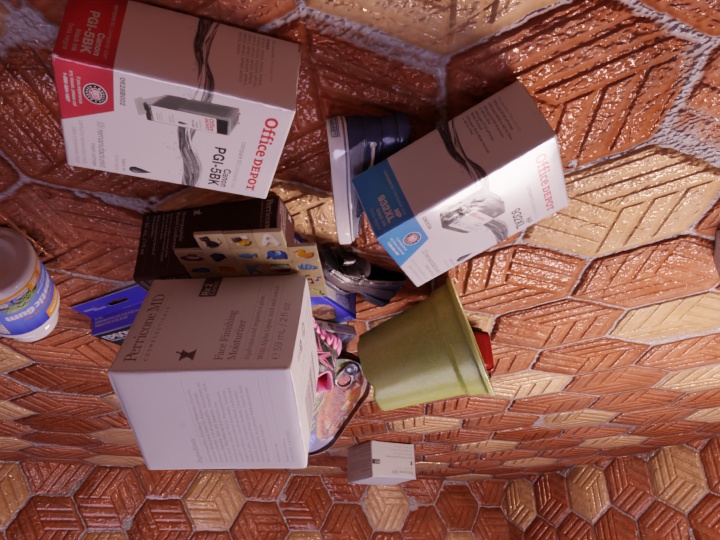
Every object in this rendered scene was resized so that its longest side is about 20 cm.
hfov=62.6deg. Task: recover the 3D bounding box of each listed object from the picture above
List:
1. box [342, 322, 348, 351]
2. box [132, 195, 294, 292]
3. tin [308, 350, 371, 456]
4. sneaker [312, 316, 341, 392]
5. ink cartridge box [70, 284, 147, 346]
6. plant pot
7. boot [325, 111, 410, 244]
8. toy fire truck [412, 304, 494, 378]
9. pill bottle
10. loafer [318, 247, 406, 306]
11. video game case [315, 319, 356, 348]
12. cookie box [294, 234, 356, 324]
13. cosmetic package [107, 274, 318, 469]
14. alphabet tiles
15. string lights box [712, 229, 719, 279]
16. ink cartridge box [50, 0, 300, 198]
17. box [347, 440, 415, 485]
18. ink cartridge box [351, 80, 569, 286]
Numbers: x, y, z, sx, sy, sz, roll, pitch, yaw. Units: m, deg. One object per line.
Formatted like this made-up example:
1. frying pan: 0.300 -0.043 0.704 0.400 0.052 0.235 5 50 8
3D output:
1. box: -0.077 0.215 1.152 0.049 0.203 0.158 12 150 -18
2. box: -0.191 -0.027 0.784 0.197 0.102 0.075 -7 153 9
3. tin: -0.064 0.224 1.000 0.111 0.042 0.201 28 104 -26
4. sneaker: -0.089 0.121 0.853 0.078 0.097 0.200 -14 149 27
5. ink cartridge box: -0.387 0.097 1.081 0.196 0.044 0.200 -16 148 27
6. plant pot: 0.099 0.137 0.972 0.182 0.203 0.201 -21 150 9
7. boot: 0.011 -0.098 0.687 0.089 0.074 0.201 -6 152 -3
8. toy fire truck: 0.164 0.144 1.144 0.173 0.131 0.200 -8 162 12
9. pill bottle: -0.511 0.032 0.868 0.110 0.114 0.201 3 153 -10
10. loafer: 0.000 0.000 0.902 0.063 0.072 0.199 -37 147 20
11. video game case: -0.132 0.143 0.974 0.181 0.023 0.200 13 133 -39
12. cookie box: -0.126 0.031 0.927 0.169 0.076 0.200 -16 150 26
13. cosmetic package: -0.160 0.121 0.713 0.197 0.166 0.167 -2 125 3
14. alphabet tiles: -0.128 0.004 0.733 0.164 0.006 0.201 -2 152 3
15. string lights box: 0.632 -0.036 0.859 0.197 0.060 0.103 -13 150 22
16. ink cartridge box: -0.167 -0.154 0.556 0.197 0.084 0.147 8 151 -17
17. box: 0.077 0.739 2.264 0.197 0.133 0.200 13 150 -27
18. ink cartridge box: 0.112 -0.084 0.640 0.198 0.084 0.145 -29 149 11
